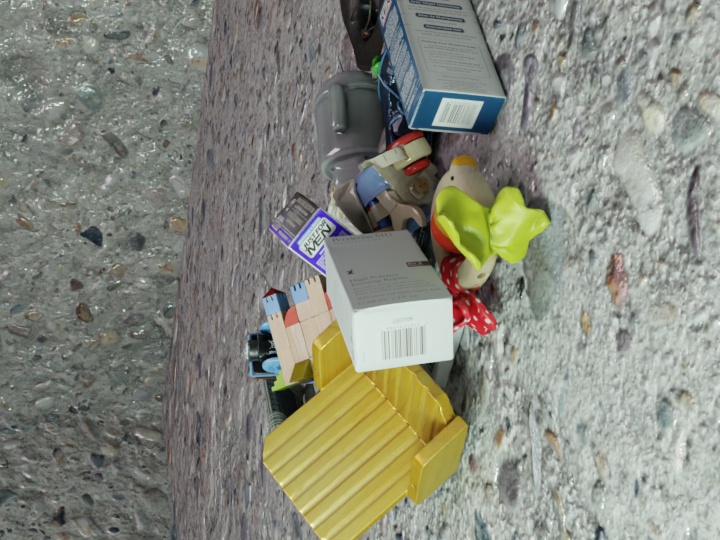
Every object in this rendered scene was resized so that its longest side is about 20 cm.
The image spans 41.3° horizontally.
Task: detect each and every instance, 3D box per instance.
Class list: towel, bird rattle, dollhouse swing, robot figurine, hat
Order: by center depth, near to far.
[{"bbox_3d":[0.118,-0.028,1.021,0.200,0.113,0.163,97,163,-53],"label":"bird rattle"},{"bbox_3d":[-0.013,0.187,1.104,0.200,0.176,0.182,48,158,26],"label":"dollhouse swing"},{"bbox_3d":[0.036,-0.379,1.330,0.201,0.081,0.201,174,90,-73],"label":"hat"},{"bbox_3d":[-0.007,-0.203,1.375,0.170,0.113,0.200,50,-148,-64],"label":"robot figurine"},{"bbox_3d":[-0.104,0.252,1.555,0.200,0.035,0.193,53,-166,-43],"label":"towel"}]

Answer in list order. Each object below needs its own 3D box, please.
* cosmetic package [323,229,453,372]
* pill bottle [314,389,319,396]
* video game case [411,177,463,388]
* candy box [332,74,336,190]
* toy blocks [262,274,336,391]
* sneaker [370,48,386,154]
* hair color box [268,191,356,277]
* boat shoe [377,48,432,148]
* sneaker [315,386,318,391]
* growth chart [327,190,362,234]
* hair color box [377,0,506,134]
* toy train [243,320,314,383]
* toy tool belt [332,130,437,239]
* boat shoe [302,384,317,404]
[{"bbox_3d":[0.024,0.025,0.990,0.200,0.102,0.074,-117,22,-64],"label":"cosmetic package"},{"bbox_3d":[-0.006,0.194,1.321,0.200,0.111,0.111,140,130,-66],"label":"pill bottle"},{"bbox_3d":[0.093,0.013,1.189,0.182,0.023,0.200,-115,32,-54],"label":"video game case"},{"bbox_3d":[-0.021,-0.193,1.492,0.102,0.026,0.200,37,-129,-73],"label":"candy box"},{"bbox_3d":[-0.047,0.068,1.284,0.200,0.100,0.137,-22,78,30],"label":"toy blocks"},{"bbox_3d":[0.047,-0.243,1.264,0.078,0.085,0.200,-123,39,-60],"label":"sneaker"},{"bbox_3d":[-0.007,-0.005,1.146,0.065,0.200,0.109,-50,22,0],"label":"hair color box"},{"bbox_3d":[0.071,-0.189,1.209,0.069,0.084,0.200,-122,18,-56],"label":"boat shoe"},{"bbox_3d":[-0.051,0.146,1.509,0.082,0.078,0.200,113,149,-59],"label":"sneaker"},{"bbox_3d":[0.000,0.000,1.309,0.200,0.018,0.145,43,130,38],"label":"growth chart"},{"bbox_3d":[0.090,-0.249,1.109,0.061,0.100,0.200,113,154,-48],"label":"hair color box"},{"bbox_3d":[-0.071,0.123,1.404,0.114,0.200,0.087,103,161,-61],"label":"toy train"},{"bbox_3d":[0.054,-0.078,1.140,0.123,0.125,0.200,61,158,3],"label":"toy tool belt"},{"bbox_3d":[-0.072,0.232,1.544,0.057,0.067,0.200,-35,27,9],"label":"boat shoe"}]
